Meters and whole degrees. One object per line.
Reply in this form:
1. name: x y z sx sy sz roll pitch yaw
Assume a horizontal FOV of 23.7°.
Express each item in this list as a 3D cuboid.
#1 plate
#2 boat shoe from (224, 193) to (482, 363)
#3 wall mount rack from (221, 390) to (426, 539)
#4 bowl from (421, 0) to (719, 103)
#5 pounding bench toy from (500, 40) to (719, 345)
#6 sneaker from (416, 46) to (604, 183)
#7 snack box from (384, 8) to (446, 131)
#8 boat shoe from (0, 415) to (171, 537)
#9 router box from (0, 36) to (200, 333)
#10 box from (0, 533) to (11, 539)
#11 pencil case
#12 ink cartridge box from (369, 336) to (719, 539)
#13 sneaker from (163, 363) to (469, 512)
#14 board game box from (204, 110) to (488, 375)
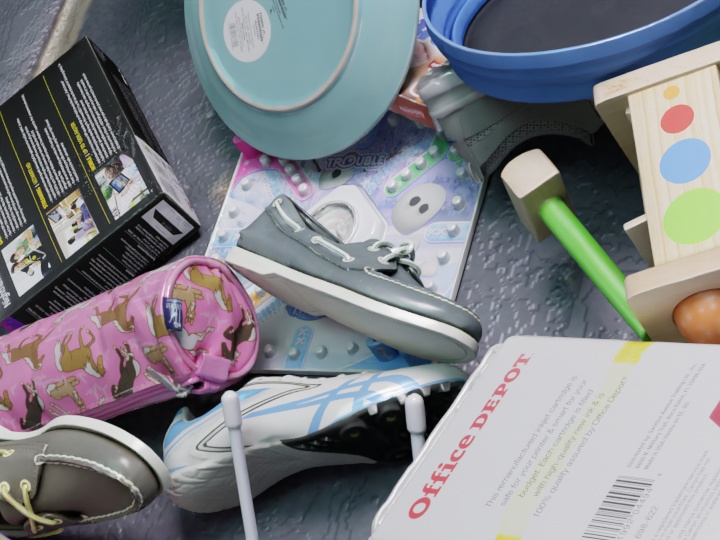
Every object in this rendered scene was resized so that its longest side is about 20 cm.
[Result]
1. plate: -0.048 -0.171 1.110 0.200 0.026 0.201 6 100 37
2. boat shoe: 0.000 0.000 1.004 0.200 0.073 0.062 19 74 45
3. wall mount rack: -0.024 0.159 0.929 0.200 0.075 0.174 -1 65 26
4. bowl: 0.135 -0.162 0.982 0.200 0.039 0.201 -15 34 10
5. pounding bench toy: 0.175 -0.011 0.899 0.200 0.124 0.156 -18 52 22
6. sneaker: 0.137 -0.120 1.047 0.200 0.082 0.075 -23 13 -1
7. snack box: 0.015 -0.147 1.143 0.072 0.024 0.200 -41 38 -16
8. boat shoe: -0.198 0.131 1.036 0.201 0.072 0.060 -4 34 40
9. router box: -0.213 -0.058 1.230 0.149 0.051 0.200 -37 47 7
10. box: -0.228 0.195 0.959 0.176 0.200 0.097 15 68 39
11. pencil case: -0.159 0.057 1.075 0.200 0.083 0.086 -20 8 34
12. ink cartridge box: 0.126 0.111 0.817 0.200 0.083 0.145 2 45 48
13. sneaker: -0.029 0.084 0.999 0.200 0.072 0.073 -18 57 20
14. board game box: -0.020 -0.027 1.103 0.200 0.026 0.200 -1 59 33
